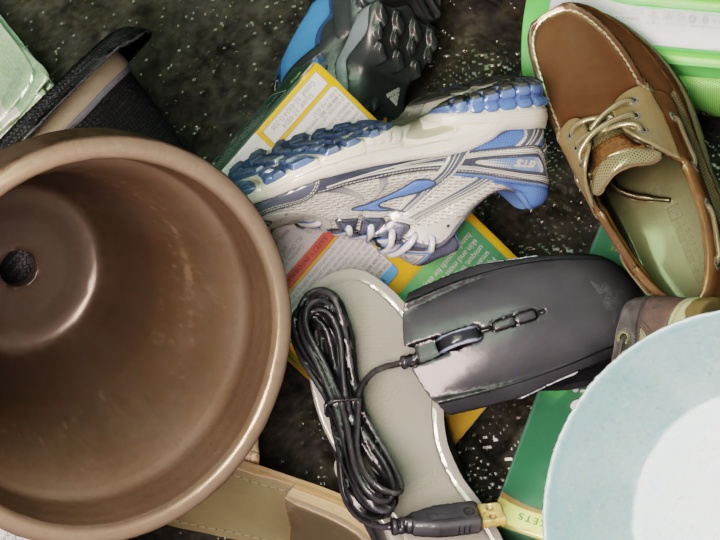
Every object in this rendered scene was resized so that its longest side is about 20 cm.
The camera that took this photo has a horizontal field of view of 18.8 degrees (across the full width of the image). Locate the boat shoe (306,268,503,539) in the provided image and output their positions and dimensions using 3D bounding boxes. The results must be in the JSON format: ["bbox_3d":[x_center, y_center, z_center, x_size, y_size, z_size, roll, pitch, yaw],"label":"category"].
[{"bbox_3d":[0.020,0.097,1.150,0.074,0.060,0.201,-26,86,-17],"label":"boat shoe"}]

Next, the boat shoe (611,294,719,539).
[{"bbox_3d":[0.150,0.111,1.098,0.066,0.071,0.203,10,95,46],"label":"boat shoe"}]

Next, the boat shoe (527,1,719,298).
[{"bbox_3d":[0.148,-0.058,1.151,0.075,0.074,0.201,-34,70,16],"label":"boat shoe"}]

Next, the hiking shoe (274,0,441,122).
[{"bbox_3d":[-0.016,-0.087,1.281,0.086,0.074,0.201,8,74,47],"label":"hiking shoe"}]

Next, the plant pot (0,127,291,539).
[{"bbox_3d":[-0.156,0.015,1.100,0.200,0.201,0.174,-43,27,-8],"label":"plant pot"}]

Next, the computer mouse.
[{"bbox_3d":[0.071,0.060,1.114,0.198,0.046,0.142,-7,73,-18],"label":"computer mouse"}]

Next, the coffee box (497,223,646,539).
[{"bbox_3d":[0.160,0.071,1.176,0.122,0.044,0.201,18,73,18],"label":"coffee box"}]

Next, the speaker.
[{"bbox_3d":[0.195,-0.128,1.230,0.198,0.089,0.089,7,69,16],"label":"speaker"}]

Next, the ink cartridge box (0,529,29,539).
[{"bbox_3d":[-0.206,0.140,1.173,0.200,0.146,0.083,39,81,24],"label":"ink cartridge box"}]

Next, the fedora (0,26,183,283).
[{"bbox_3d":[-0.169,-0.046,1.257,0.092,0.201,0.201,43,81,-6],"label":"fedora"}]

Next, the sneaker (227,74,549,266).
[{"bbox_3d":[0.015,-0.038,1.143,0.199,0.077,0.086,-18,102,-13],"label":"sneaker"}]

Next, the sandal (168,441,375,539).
[{"bbox_3d":[-0.071,0.105,1.215,0.210,0.078,0.070,23,42,14],"label":"sandal"}]

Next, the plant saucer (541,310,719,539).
[{"bbox_3d":[0.186,0.119,1.019,0.199,0.039,0.203,-1,86,20],"label":"plant saucer"}]

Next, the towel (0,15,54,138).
[{"bbox_3d":[-0.292,-0.086,1.335,0.200,0.023,0.153,-43,51,0],"label":"towel"}]

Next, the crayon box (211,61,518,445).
[{"bbox_3d":[0.000,0.000,1.202,0.200,0.052,0.126,43,79,-11],"label":"crayon box"}]
